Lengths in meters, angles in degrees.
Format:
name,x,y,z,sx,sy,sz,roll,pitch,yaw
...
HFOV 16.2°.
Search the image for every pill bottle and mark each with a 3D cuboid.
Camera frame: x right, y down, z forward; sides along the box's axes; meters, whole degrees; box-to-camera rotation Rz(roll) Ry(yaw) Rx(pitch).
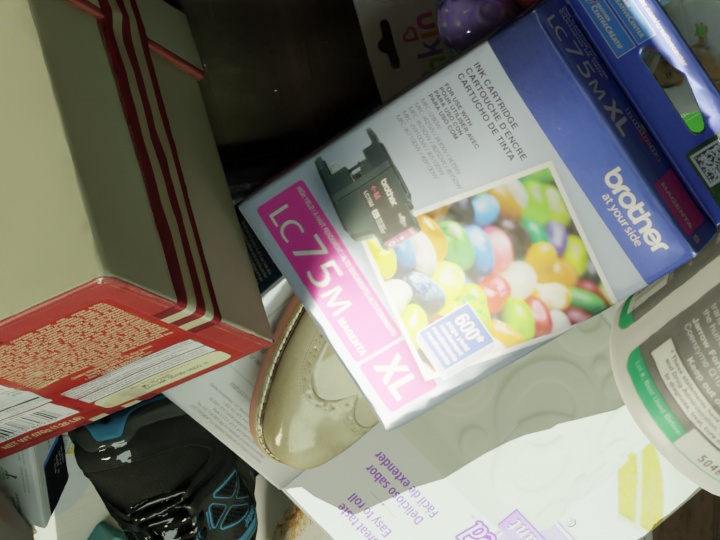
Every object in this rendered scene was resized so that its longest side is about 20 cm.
name,x,y,z,sx,sy,sz,roll,pitch,yaw
pill bottle,0.213,0.007,1.108,0.113,0.113,0.200,19,136,-34

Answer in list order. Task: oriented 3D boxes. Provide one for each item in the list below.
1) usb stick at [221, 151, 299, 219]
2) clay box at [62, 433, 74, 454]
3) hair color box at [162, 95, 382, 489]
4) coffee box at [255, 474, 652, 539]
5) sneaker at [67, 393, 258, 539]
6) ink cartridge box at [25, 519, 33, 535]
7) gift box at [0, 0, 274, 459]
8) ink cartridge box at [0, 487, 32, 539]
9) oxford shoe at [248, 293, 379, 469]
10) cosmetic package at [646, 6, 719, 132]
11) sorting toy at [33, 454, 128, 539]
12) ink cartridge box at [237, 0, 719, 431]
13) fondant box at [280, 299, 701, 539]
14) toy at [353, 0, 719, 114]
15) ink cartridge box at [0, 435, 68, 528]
name,x,y,z,sx,sy,sz,roll,pitch,yaw
usb stick,-0.125,-0.021,1.203,0.200,0.033,0.055,-10,151,-1
clay box,-0.062,0.040,1.276,0.200,0.048,0.115,-6,151,-19
hair color box,0.000,0.000,1.177,0.200,0.061,0.100,-40,129,9
coffee box,0.032,0.212,1.396,0.200,0.198,0.200,8,157,-23
sneaker,-0.087,0.117,1.261,0.073,0.082,0.200,-14,158,11
ink cartridge box,-0.260,0.170,1.241,0.200,0.145,0.084,0,101,-9
gift box,-0.159,-0.033,1.055,0.184,0.187,0.200,-21,163,12
ink cartridge box,-0.199,0.086,1.098,0.050,0.200,0.162,-44,118,-9
oxford shoe,0.025,0.020,1.114,0.071,0.074,0.200,28,110,-34
cosmetic package,0.192,-0.087,1.144,0.108,0.085,0.200,-33,138,25
sorting toy,-0.198,0.126,1.361,0.200,0.107,0.180,-5,126,-7
ink cartridge box,0.058,-0.029,1.033,0.200,0.119,0.042,-32,-176,28
fondant box,0.079,0.083,1.240,0.200,0.058,0.144,-41,105,9
toy,0.089,-0.109,1.038,0.200,0.047,0.115,-12,103,20
ink cartridge box,-0.245,0.064,1.250,0.200,0.039,0.100,14,145,8
